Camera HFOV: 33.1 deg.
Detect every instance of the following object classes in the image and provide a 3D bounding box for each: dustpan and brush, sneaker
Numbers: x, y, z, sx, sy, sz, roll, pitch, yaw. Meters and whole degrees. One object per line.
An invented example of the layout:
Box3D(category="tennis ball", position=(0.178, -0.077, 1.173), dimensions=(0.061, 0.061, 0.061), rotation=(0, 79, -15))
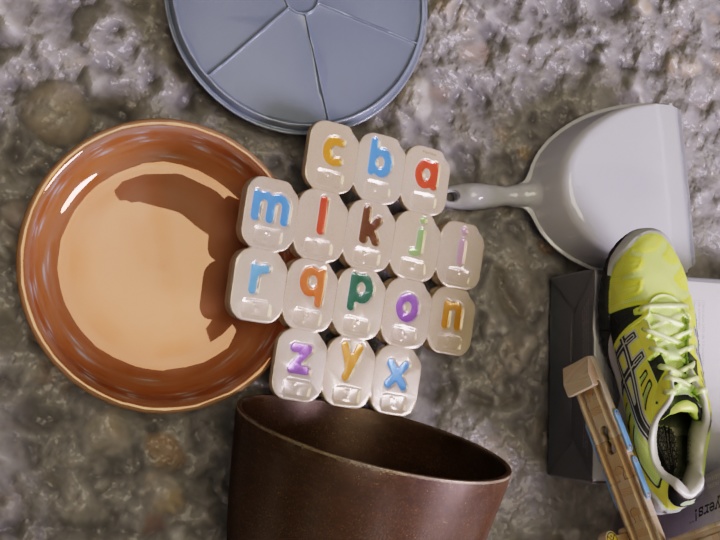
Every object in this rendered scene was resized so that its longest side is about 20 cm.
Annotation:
Box3D(category="dustpan and brush", position=(0.158, -0.061, 0.941), dimensions=(0.198, 0.057, 0.141), rotation=(-1, 84, -25))
Box3D(category="sneaker", position=(0.215, 0.069, 0.847), dimensions=(0.075, 0.076, 0.202), rotation=(-3, 85, -17))

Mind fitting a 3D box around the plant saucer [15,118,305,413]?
Box3D(category="plant saucer", position=(-0.137, -0.002, 0.841), dimensions=(0.198, 0.037, 0.202), rotation=(2, 84, -17))

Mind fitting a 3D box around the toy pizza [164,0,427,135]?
Box3D(category="toy pizza", position=(-0.047, -0.197, 0.892), dimensions=(0.198, 0.032, 0.202), rotation=(2, 84, -17))

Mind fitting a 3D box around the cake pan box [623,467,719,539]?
Box3D(category="cake pan box", position=(0.321, 0.194, 0.880), dimensions=(0.183, 0.200, 0.053), rotation=(19, 55, -19))

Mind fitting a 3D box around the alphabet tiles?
Box3D(category="alphabet tiles", position=(0.000, 0.000, 0.867), dimensions=(0.198, 0.015, 0.198), rotation=(11, 84, -28))

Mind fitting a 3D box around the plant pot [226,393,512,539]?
Box3D(category="plant pot", position=(-0.013, 0.205, 0.800), dimensions=(0.185, 0.187, 0.202), rotation=(12, 93, -16))

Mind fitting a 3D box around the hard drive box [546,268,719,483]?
Box3D(category="hard drive box", position=(0.250, 0.085, 0.937), dimensions=(0.198, 0.077, 0.158), rotation=(5, 84, -17))

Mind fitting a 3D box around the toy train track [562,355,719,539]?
Box3D(category="toy train track", position=(0.175, 0.155, 0.808), dimensions=(0.032, 0.114, 0.202), rotation=(2, 63, -45))
